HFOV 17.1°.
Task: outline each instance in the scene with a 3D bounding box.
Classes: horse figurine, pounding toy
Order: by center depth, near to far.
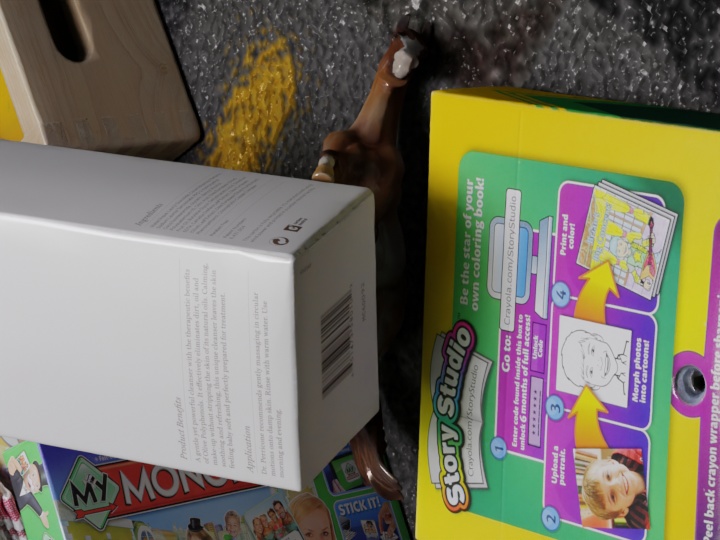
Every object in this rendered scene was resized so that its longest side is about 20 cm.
[{"bbox_3d":[0.000,0.000,1.081,0.050,0.133,0.201,3,115,6],"label":"horse figurine"},{"bbox_3d":[-0.186,-0.086,1.227,0.184,0.142,0.201,-34,72,44],"label":"pounding toy"}]

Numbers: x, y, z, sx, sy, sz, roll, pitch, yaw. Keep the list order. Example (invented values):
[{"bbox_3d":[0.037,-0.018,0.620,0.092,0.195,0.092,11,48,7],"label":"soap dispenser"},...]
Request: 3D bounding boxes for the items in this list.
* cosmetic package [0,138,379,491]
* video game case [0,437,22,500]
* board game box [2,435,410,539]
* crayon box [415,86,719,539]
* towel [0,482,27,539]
[{"bbox_3d":[-0.099,0.014,1.003,0.199,0.085,0.108,10,116,22],"label":"cosmetic package"},{"bbox_3d":[-0.176,0.042,1.180,0.200,0.023,0.183,5,126,54],"label":"video game case"},{"bbox_3d":[-0.057,0.128,1.077,0.029,0.199,0.135,-26,77,43],"label":"board game box"},{"bbox_3d":[0.103,0.032,0.998,0.172,0.058,0.201,13,104,46],"label":"crayon box"},{"bbox_3d":[-0.216,0.148,1.309,0.146,0.030,0.201,40,153,38],"label":"towel"}]
